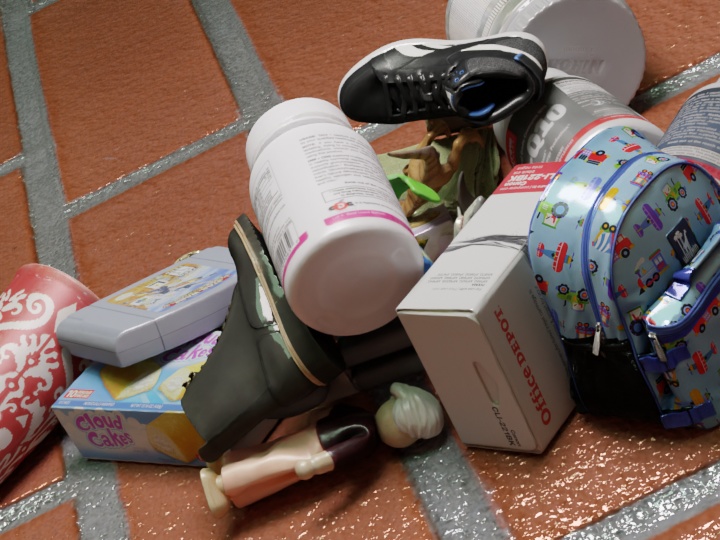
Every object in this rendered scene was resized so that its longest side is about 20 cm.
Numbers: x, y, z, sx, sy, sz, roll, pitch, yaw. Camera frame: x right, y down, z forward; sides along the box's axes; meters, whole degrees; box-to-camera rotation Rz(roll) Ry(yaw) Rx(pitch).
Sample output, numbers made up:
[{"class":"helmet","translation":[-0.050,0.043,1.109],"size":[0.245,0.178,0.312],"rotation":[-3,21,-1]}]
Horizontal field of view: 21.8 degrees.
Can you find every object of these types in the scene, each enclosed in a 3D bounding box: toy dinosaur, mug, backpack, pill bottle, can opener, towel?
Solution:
[{"class":"toy dinosaur","translation":[0.064,-0.093,1.708],"size":[0.106,0.060,0.200],"rotation":[-57,-7,-20]},{"class":"mug","translation":[-0.333,0.122,1.788],"size":[0.133,0.178,0.200],"rotation":[28,56,14]},{"class":"backpack","translation":[0.223,-0.003,1.413],"size":[0.134,0.200,0.183],"rotation":[10,43,48]},{"class":"pill bottle","translation":[0.199,-0.112,1.709],"size":[0.114,0.114,0.200],"rotation":[-29,28,-5]},{"class":"can opener","translation":[0.001,0.082,1.549],"size":[0.200,0.053,0.066],"rotation":[-23,30,24]},{"class":"towel","translation":[0.044,-0.075,1.858],"size":[0.200,0.037,0.148],"rotation":[-16,30,15]},{"class":"pill bottle","translation":[-0.027,-0.050,1.535],"size":[0.113,0.113,0.200],"rotation":[-25,42,2]},{"class":"pill bottle","translation":[0.307,-0.089,1.572],"size":[0.120,0.120,0.200],"rotation":[-1,37,39]}]

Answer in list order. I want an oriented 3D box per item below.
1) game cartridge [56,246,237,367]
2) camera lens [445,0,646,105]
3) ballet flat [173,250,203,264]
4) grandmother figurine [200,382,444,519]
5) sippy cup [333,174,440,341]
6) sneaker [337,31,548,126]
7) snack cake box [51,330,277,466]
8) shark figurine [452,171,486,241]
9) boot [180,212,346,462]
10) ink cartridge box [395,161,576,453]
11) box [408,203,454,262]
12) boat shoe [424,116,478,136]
[{"class":"game cartridge","translation":[-0.168,0.030,1.736],"size":[0.200,0.042,0.133],"rotation":[-28,16,-32]},{"class":"camera lens","translation":[0.183,-0.236,1.882],"size":[0.160,0.160,0.200],"rotation":[-28,28,-3]},{"class":"ballet flat","translation":[-0.175,0.031,1.851],"size":[0.067,0.046,0.200],"rotation":[-16,29,17]},{"class":"grandmother figurine","translation":[-0.028,0.143,1.532],"size":[0.200,0.061,0.121],"rotation":[-19,27,9]},{"class":"sippy cup","translation":[0.008,0.013,1.628],"size":[0.140,0.178,0.130],"rotation":[-14,24,-20]},{"class":"sneaker","translation":[0.067,-0.165,1.688],"size":[0.200,0.073,0.112],"rotation":[-12,21,14]},{"class":"snack cake box","translation":[-0.164,0.113,1.682],"size":[0.200,0.067,0.115],"rotation":[-2,37,38]},{"class":"shark figurine","translation":[0.121,-0.012,1.674],"size":[0.089,0.128,0.214],"rotation":[9,9,4]},{"class":"boot","translation":[-0.108,0.052,1.563],"size":[0.138,0.077,0.200],"rotation":[-38,40,9]},{"class":"ink cartridge box","translation":[0.134,0.028,1.494],"size":[0.084,0.144,0.200],"rotation":[-1,36,41]},{"class":"box","translation":[0.000,0.000,1.765],"size":[0.200,0.039,0.041],"rotation":[-24,26,4]},{"class":"boat shoe","translation":[0.094,-0.175,1.851],"size":[0.072,0.076,0.200],"rotation":[-14,1,3]}]
